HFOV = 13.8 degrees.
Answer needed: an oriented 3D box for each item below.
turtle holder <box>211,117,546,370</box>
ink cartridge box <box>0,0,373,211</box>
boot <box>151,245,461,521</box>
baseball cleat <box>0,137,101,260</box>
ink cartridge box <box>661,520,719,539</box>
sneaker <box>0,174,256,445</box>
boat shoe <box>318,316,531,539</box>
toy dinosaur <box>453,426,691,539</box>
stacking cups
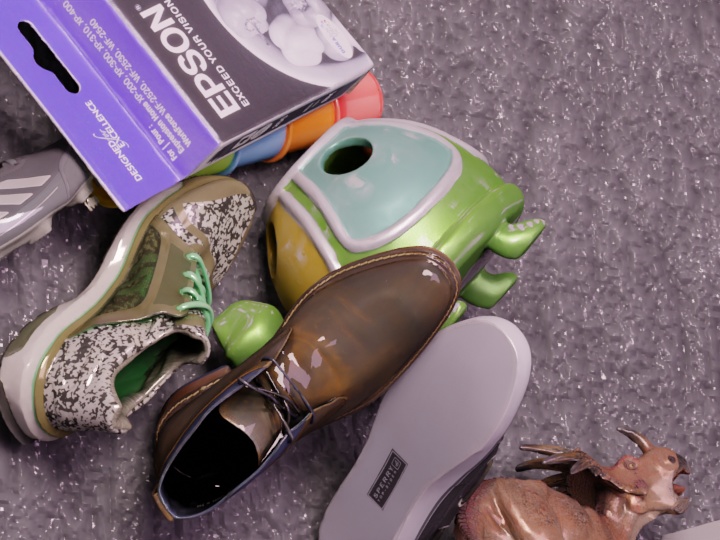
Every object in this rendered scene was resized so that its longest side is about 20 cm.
[{"bbox_3d":[0.003,-0.002,1.697,0.132,0.141,0.186,42,90,7],"label":"turtle holder"},{"bbox_3d":[-0.119,-0.149,1.650,0.198,0.043,0.200,51,44,8],"label":"ink cartridge box"},{"bbox_3d":[-0.030,0.066,1.581,0.075,0.200,0.097,49,19,-14],"label":"boot"},{"bbox_3d":[-0.221,-0.037,1.569,0.200,0.070,0.107,-43,102,-38],"label":"baseball cleat"},{"bbox_3d":[0.252,0.263,1.769,0.146,0.146,0.201,33,58,-24],"label":"ink cartridge box"},{"bbox_3d":[-0.105,0.028,1.609,0.200,0.088,0.077,-50,139,-31],"label":"sneaker"},{"bbox_3d":[0.042,0.097,1.653,0.056,0.200,0.069,-13,56,-48],"label":"boat shoe"},{"bbox_3d":[0.103,0.149,1.721,0.199,0.086,0.136,16,64,-46],"label":"toy dinosaur"},{"bbox_3d":[-0.071,-0.087,1.703,0.199,0.060,0.061,-19,86,-40],"label":"stacking cups"}]
